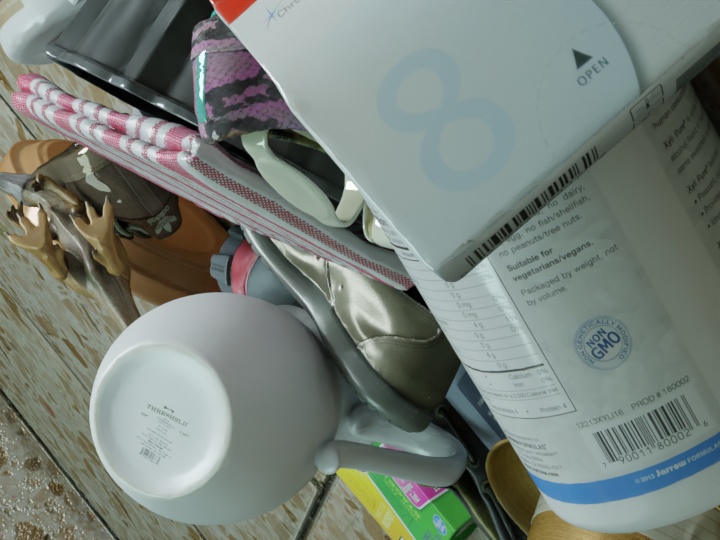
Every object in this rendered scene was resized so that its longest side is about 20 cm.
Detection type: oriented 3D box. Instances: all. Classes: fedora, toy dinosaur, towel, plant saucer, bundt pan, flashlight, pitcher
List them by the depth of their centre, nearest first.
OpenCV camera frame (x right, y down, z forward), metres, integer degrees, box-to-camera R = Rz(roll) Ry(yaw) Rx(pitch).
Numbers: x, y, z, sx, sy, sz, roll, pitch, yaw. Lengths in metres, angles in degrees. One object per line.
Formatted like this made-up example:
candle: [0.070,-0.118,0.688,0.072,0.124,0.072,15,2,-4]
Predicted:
bundt pan: [-0.049,-0.092,0.903,0.201,0.076,0.202,27,180,0]
towel: [-0.073,-0.049,0.913,0.146,0.030,0.200,27,177,-37]
fedora: [0.133,0.160,0.922,0.200,0.082,0.201,28,158,12]
pitcher: [-0.041,0.080,0.999,0.171,0.122,0.200,21,-171,20]
toy dinosaur: [-0.148,0.002,1.058,0.200,0.060,0.106,56,178,22]
flashlight: [-0.025,0.011,1.142,0.068,0.068,0.200,41,169,-28]
plant saucer: [-0.158,-0.035,1.293,0.200,0.032,0.200,32,-166,-9]

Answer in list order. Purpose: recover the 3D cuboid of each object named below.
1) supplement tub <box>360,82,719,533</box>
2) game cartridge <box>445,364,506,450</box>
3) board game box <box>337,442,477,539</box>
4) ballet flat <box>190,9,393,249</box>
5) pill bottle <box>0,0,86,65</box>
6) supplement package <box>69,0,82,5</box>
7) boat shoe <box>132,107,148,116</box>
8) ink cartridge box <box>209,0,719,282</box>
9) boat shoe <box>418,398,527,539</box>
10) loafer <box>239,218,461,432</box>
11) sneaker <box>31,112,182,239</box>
supplement tub: [0.086,-0.012,0.716,0.200,0.132,0.132,59,161,-16]
game cartridge: [0.101,0.065,0.981,0.133,0.042,0.200,46,161,8]
board game box: [0.006,0.112,1.294,0.200,0.040,0.153,49,162,13]
ballet flat: [0.004,-0.050,0.783,0.069,0.071,0.200,1,167,46]
pill bottle: [-0.179,-0.222,0.995,0.201,0.111,0.111,65,162,3]
supplement package: [-0.123,-0.239,0.847,0.156,0.111,0.200,54,162,-3]
boat shoe: [-0.104,-0.099,1.125,0.068,0.072,0.200,52,165,9]
ink cartridge box: [0.024,-0.122,0.613,0.200,0.160,0.047,49,-176,10]
boat shoe: [0.058,0.105,1.107,0.201,0.066,0.072,47,163,18]
loafer: [0.000,0.000,1.005,0.075,0.070,0.200,31,-162,-53]
sneaker: [-0.154,-0.049,1.146,0.076,0.070,0.200,55,173,-9]
